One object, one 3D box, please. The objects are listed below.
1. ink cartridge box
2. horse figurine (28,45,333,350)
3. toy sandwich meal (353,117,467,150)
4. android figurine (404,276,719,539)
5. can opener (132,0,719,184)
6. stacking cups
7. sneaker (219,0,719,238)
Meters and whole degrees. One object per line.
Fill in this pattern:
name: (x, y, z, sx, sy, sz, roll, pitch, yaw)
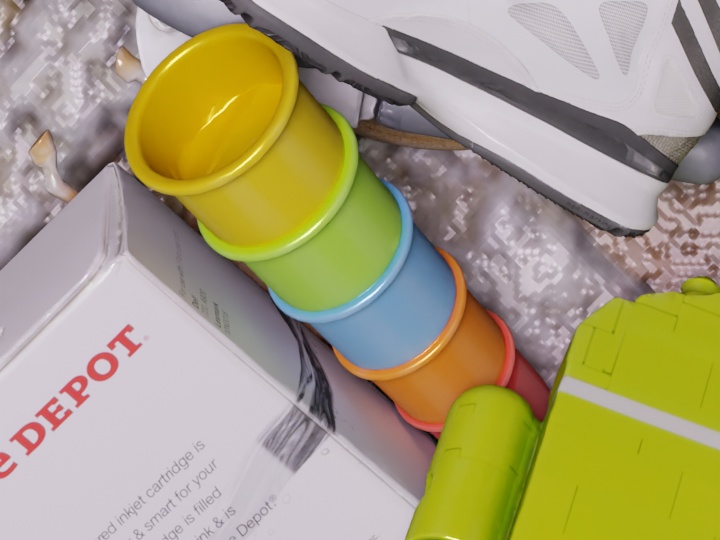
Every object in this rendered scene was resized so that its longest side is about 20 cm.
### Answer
ink cartridge box: (-0.059, 0.085, 0.904, 0.146, 0.084, 0.200, -42, 112, 13)
horse figurine: (-0.085, 0.023, 0.951, 0.132, 0.050, 0.200, 42, 98, -9)
toy sandwich meal: (0.029, -0.142, 0.906, 0.203, 0.070, 0.207, 1, 108, 4)
android figurine: (0.108, 0.086, 0.861, 0.181, 0.201, 0.041, 18, 144, 1)
can opener: (0.023, -0.064, 0.864, 0.198, 0.067, 0.053, 10, 107, -3)
stacking cups: (0.000, 0.000, 0.877, 0.060, 0.200, 0.061, -16, 54, 22)
sneaker: (0.033, -0.103, 0.789, 0.200, 0.076, 0.116, 28, 102, -26)
